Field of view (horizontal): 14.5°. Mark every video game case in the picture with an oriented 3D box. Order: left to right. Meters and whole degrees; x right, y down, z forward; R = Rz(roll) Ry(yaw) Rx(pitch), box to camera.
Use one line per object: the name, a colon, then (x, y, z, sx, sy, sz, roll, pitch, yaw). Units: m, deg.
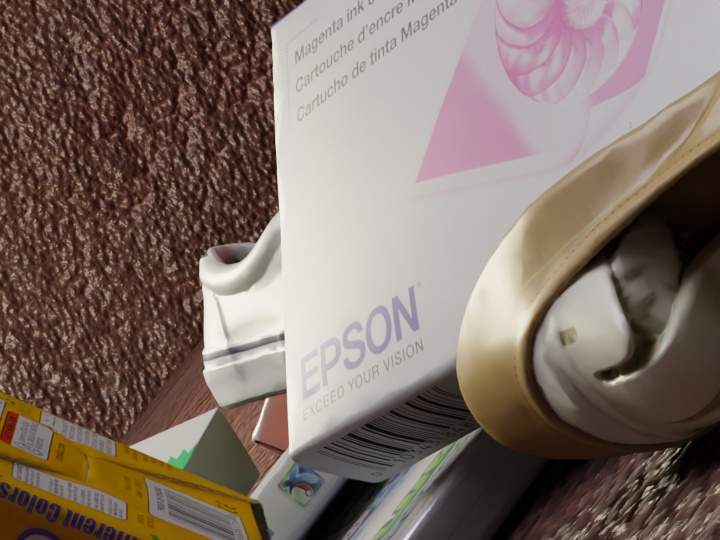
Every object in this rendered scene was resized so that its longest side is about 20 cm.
video game case: (-0.043, 0.111, 0.984, 0.182, 0.022, 0.200, -52, -5, -8)
video game case: (0.003, 0.090, 0.864, 0.200, 0.024, 0.182, -52, 4, -17)

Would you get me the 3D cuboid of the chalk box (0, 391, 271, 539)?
chalk box: (-0.119, 0.143, 0.801, 0.124, 0.123, 0.201, -127, 62, -81)

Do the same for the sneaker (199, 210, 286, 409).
sneaker: (0.000, 0.000, 1.038, 0.073, 0.071, 0.200, -16, -2, -43)

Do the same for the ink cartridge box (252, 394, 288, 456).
ink cartridge box: (0.002, -0.004, 1.176, 0.174, 0.043, 0.201, -57, -11, -65)

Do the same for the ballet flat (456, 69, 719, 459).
ballet flat: (0.081, -0.005, 0.617, 0.200, 0.069, 0.063, -49, 18, 38)

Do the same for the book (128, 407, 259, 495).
book: (-0.142, 0.132, 1.059, 0.200, 0.048, 0.134, -26, 13, 22)

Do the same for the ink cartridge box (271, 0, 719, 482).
ink cartridge box: (0.044, -0.067, 0.781, 0.196, 0.043, 0.201, -34, 53, 46)
